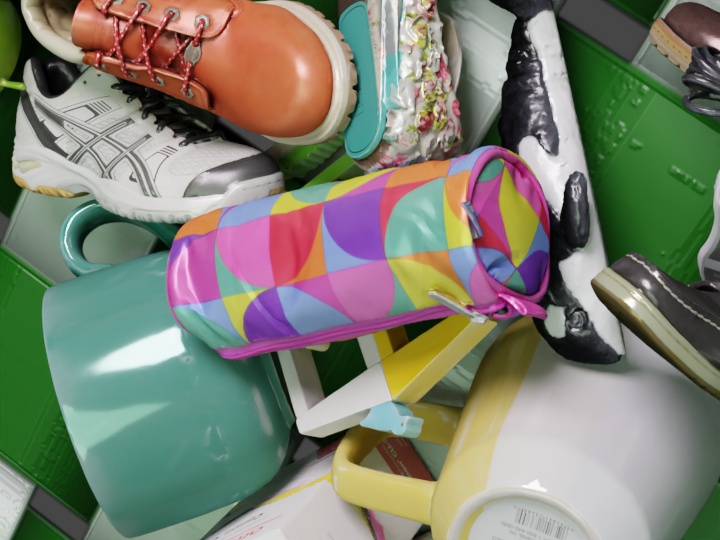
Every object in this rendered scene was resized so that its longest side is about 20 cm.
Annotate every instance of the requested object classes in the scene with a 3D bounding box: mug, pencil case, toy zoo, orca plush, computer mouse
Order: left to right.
[{"bbox_3d":[-0.109,0.050,0.815,0.114,0.152,0.186,-18,105,-1],"label":"mug"},{"bbox_3d":[-0.002,-0.005,0.699,0.199,0.088,0.089,-10,103,35],"label":"pencil case"},{"bbox_3d":[0.000,0.000,0.768,0.131,0.020,0.201,-36,58,29],"label":"toy zoo"},{"bbox_3d":[0.082,-0.047,0.724,0.071,0.105,0.201,-12,102,11],"label":"orca plush"},{"bbox_3d":[0.094,0.121,0.751,0.186,0.153,0.150,-27,99,30],"label":"mug"},{"bbox_3d":[0.201,-0.035,0.670,0.109,0.200,0.044,19,69,16],"label":"computer mouse"}]

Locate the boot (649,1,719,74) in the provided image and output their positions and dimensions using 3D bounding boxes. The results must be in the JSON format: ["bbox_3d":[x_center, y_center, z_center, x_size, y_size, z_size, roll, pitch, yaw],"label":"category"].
[{"bbox_3d":[0.257,-0.130,0.662,0.199,0.072,0.167,29,104,13],"label":"boot"}]

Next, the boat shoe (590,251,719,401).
[{"bbox_3d":[0.191,0.033,0.693,0.200,0.072,0.066,33,100,-35],"label":"boat shoe"}]

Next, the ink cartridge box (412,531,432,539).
[{"bbox_3d":[-0.028,0.250,0.824,0.146,0.200,0.083,-31,90,28],"label":"ink cartridge box"}]

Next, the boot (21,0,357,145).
[{"bbox_3d":[-0.094,-0.116,0.744,0.199,0.107,0.075,28,114,36],"label":"boot"}]

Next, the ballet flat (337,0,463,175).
[{"bbox_3d":[0.021,-0.144,0.738,0.076,0.064,0.201,-13,76,59],"label":"ballet flat"}]

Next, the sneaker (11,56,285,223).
[{"bbox_3d":[-0.130,-0.081,0.814,0.199,0.076,0.088,12,107,31],"label":"sneaker"}]

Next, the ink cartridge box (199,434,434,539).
[{"bbox_3d":[-0.045,0.167,0.802,0.116,0.200,0.068,-32,94,28],"label":"ink cartridge box"}]

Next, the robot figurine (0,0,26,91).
[{"bbox_3d":[-0.281,-0.170,0.835,0.175,0.116,0.201,-32,91,15],"label":"robot figurine"}]
